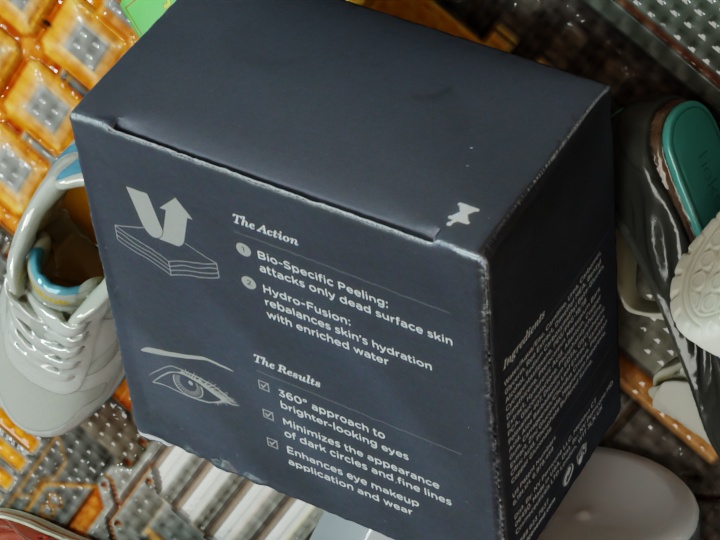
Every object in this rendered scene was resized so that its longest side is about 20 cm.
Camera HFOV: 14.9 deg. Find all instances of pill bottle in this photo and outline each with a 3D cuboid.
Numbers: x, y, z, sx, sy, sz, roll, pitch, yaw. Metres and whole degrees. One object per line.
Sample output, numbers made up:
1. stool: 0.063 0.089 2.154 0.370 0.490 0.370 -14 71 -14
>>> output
1. pill bottle: 0.101 0.190 1.266 0.106 0.106 0.201 12 121 23

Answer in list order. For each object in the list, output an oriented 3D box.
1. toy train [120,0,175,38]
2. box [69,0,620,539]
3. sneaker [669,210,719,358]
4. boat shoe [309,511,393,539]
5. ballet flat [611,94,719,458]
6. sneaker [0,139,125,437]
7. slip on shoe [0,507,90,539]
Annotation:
1. toy train: -0.030 -0.148 1.195 0.200 0.042 0.057 -34 86 37
2. box: 0.000 0.000 1.170 0.196 0.118 0.200 20 141 25
3. sneaker: 0.226 -0.027 1.106 0.111 0.077 0.200 32 104 -35
4. boat shoe: 0.003 0.169 1.340 0.070 0.071 0.200 16 124 -13
5. ballet flat: 0.150 0.020 1.178 0.068 0.068 0.201 -17 97 44
6. sneaker: -0.141 0.007 1.313 0.076 0.081 0.200 30 127 9
7. slip on shoe: -0.135 0.173 1.401 0.199 0.061 0.074 13 121 29
